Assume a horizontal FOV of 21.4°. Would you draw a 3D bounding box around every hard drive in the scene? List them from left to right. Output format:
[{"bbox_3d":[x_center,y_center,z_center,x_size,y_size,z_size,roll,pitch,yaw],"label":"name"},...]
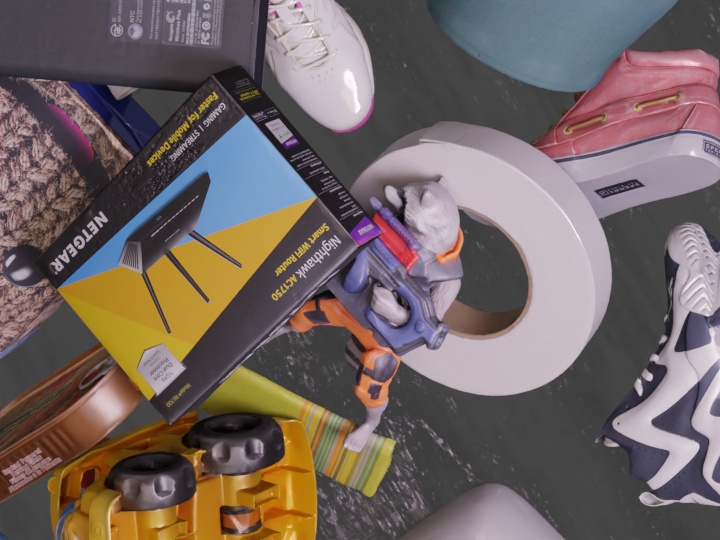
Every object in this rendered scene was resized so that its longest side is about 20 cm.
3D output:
[{"bbox_3d":[-0.161,-0.195,1.294,0.199,0.033,0.140,6,96,9],"label":"hard drive"}]

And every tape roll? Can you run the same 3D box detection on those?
[{"bbox_3d":[0.078,-0.007,1.342,0.202,0.037,0.203,15,124,23],"label":"tape roll"}]

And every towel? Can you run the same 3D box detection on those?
[{"bbox_3d":[-0.068,0.101,1.416,0.200,0.018,0.086,27,148,4],"label":"towel"}]

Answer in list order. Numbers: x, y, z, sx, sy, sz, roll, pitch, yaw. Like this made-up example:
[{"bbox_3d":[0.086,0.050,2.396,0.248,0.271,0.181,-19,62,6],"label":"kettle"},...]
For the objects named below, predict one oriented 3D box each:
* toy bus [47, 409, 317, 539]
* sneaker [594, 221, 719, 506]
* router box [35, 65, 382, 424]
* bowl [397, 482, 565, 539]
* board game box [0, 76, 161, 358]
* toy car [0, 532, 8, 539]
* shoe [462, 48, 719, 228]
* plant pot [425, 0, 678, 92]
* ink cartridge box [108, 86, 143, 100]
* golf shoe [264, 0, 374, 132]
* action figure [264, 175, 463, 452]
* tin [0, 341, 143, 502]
[{"bbox_3d":[-0.158,0.173,1.384,0.192,0.200,0.136,12,111,38],"label":"toy bus"},{"bbox_3d":[0.215,0.075,1.353,0.129,0.079,0.200,-21,80,33],"label":"sneaker"},{"bbox_3d":[-0.104,-0.016,1.279,0.149,0.051,0.200,49,117,5],"label":"router box"},{"bbox_3d":[0.089,0.287,1.423,0.200,0.075,0.200,-40,94,16],"label":"bowl"},{"bbox_3d":[-0.251,-0.059,1.400,0.159,0.097,0.200,45,105,-1],"label":"board game box"},{"bbox_3d":[-0.399,0.242,1.416,0.184,0.200,0.177,34,131,5],"label":"toy car"},{"bbox_3d":[0.163,-0.092,1.340,0.200,0.071,0.091,-13,59,34],"label":"shoe"},{"bbox_3d":[0.140,-0.228,1.256,0.200,0.200,0.188,28,119,4],"label":"plant pot"},{"bbox_3d":[-0.180,-0.236,1.377,0.109,0.050,0.200,-31,93,15],"label":"ink cartridge box"},{"bbox_3d":[-0.053,-0.185,1.344,0.075,0.092,0.200,-26,97,12],"label":"golf shoe"},{"bbox_3d":[0.000,0.000,1.331,0.200,0.104,0.194,55,127,24],"label":"action figure"},{"bbox_3d":[-0.226,0.110,1.411,0.200,0.112,0.042,-31,111,31],"label":"tin"}]
